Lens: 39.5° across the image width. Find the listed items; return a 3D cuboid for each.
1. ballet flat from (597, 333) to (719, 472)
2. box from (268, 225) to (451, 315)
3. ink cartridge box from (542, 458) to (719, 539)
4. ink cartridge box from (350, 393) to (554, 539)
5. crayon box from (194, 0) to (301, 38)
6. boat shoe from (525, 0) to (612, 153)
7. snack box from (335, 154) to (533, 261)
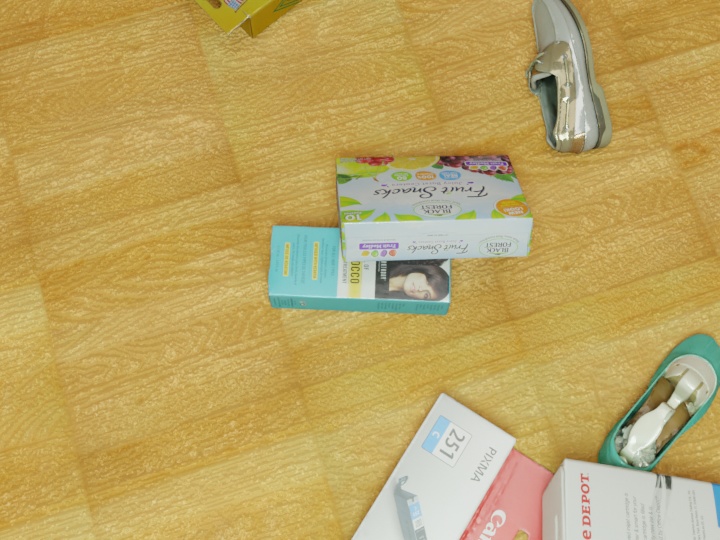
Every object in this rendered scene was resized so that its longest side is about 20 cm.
[{"bbox_3d":[0.325,0.143,1.049,0.067,0.071,0.200,40,76,12],"label":"ballet flat"},{"bbox_3d":[0.000,0.000,1.103,0.197,0.049,0.083,2,72,0],"label":"box"},{"bbox_3d":[0.279,0.279,0.969,0.197,0.085,0.147,10,53,-2],"label":"ink cartridge box"},{"bbox_3d":[0.105,0.257,1.025,0.175,0.045,0.201,31,75,10],"label":"ink cartridge box"},{"bbox_3d":[-0.122,-0.374,1.221,0.200,0.051,0.127,-40,77,-13],"label":"crayon box"},{"bbox_3d":[0.230,-0.233,1.166,0.068,0.075,0.202,-12,74,-10],"label":"boat shoe"},{"bbox_3d":[0.074,-0.070,1.083,0.197,0.053,0.143,-2,35,-4],"label":"snack box"}]
